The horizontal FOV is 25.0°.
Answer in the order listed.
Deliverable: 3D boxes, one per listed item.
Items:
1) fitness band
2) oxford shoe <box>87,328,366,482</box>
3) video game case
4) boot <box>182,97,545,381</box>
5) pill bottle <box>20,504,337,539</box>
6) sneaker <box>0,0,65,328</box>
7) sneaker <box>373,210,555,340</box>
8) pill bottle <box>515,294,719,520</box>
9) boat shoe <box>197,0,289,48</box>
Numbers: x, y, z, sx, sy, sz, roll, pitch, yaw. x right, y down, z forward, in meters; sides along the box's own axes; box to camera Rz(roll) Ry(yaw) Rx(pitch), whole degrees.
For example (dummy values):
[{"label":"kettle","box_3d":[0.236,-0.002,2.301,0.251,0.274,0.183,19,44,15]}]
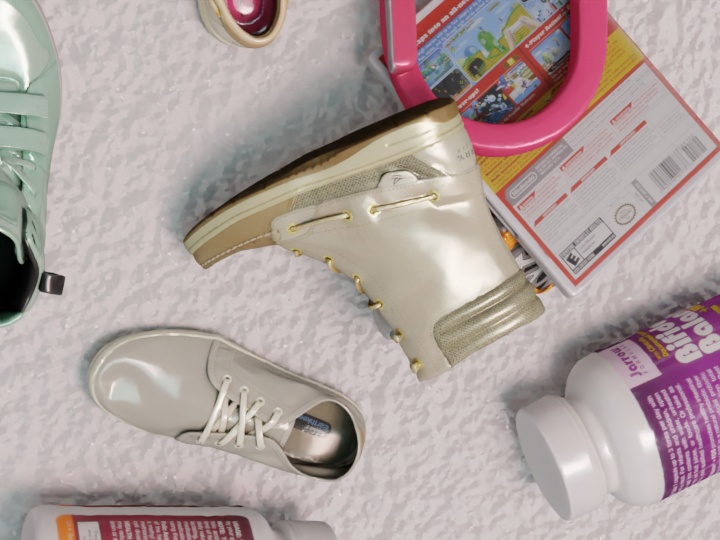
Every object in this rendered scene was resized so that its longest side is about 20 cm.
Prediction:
[{"label":"fitness band","box_3d":[0.083,-0.172,1.014,0.142,0.037,0.203,1,83,-10]},{"label":"oxford shoe","box_3d":[-0.080,0.090,1.058,0.198,0.058,0.076,19,102,-21]},{"label":"video game case","box_3d":[0.120,-0.104,1.035,0.143,0.017,0.200,-41,90,-10]},{"label":"boot","box_3d":[0.000,0.000,1.001,0.198,0.072,0.156,-23,101,21]},{"label":"pill bottle","box_3d":[-0.117,0.210,1.050,0.198,0.114,0.116,3,105,-19]},{"label":"sneaker","box_3d":[-0.204,-0.067,0.935,0.073,0.118,0.203,-2,105,-16]},{"label":"sneaker","box_3d":[0.098,-0.011,1.078,0.199,0.078,0.078,-35,123,-4]},{"label":"pill bottle","box_3d":[0.213,0.095,1.126,0.198,0.112,0.113,-23,112,-11]},{"label":"boat shoe","box_3d":[-0.075,-0.229,0.956,0.073,0.069,0.202,-17,111,-13]}]
